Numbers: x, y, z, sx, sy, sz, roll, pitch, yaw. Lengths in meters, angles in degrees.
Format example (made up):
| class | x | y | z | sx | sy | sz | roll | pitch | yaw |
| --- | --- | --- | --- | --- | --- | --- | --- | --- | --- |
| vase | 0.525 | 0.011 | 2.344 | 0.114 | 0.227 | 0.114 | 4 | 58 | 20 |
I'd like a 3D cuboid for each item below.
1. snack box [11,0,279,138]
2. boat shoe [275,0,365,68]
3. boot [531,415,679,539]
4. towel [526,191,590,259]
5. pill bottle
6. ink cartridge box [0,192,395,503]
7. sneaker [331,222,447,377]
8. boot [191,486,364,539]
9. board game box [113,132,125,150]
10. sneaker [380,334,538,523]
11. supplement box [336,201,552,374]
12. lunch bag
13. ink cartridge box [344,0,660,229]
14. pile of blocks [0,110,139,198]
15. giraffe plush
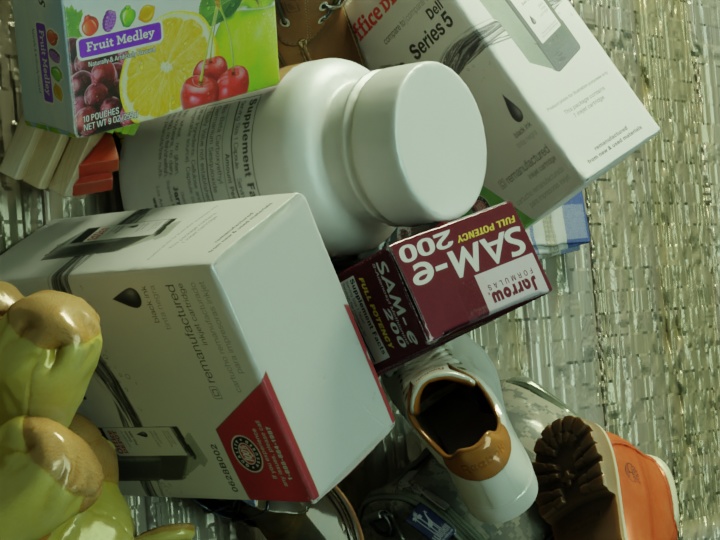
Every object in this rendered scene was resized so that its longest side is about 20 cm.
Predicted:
| class | x | y | z | sx | sy | sz | roll | pitch | yaw |
| --- | --- | --- | --- | --- | --- | --- | --- | --- | --- |
| snack box | -0.115 | -0.182 | 0.967 | 0.142 | 0.053 | 0.200 | -21 | 117 | -40 |
| boat shoe | -0.042 | -0.182 | 1.223 | 0.200 | 0.068 | 0.072 | 54 | 45 | -34 |
| boot | 0.178 | 0.201 | 1.223 | 0.107 | 0.075 | 0.200 | 23 | 54 | -41 |
| towel | 0.116 | -0.077 | 1.450 | 0.200 | 0.024 | 0.147 | -9 | 90 | -54 |
| pill bottle | -0.033 | -0.062 | 1.074 | 0.114 | 0.200 | 0.114 | 11 | 76 | -51 |
| ink cartridge box | -0.101 | 0.045 | 1.009 | 0.083 | 0.200 | 0.147 | -41 | 117 | -43 |
| sneaker | 0.000 | 0.000 | 1.250 | 0.098 | 0.071 | 0.200 | 56 | 44 | -32 |
| boot | -0.066 | 0.147 | 1.141 | 0.097 | 0.075 | 0.200 | -14 | 78 | -43 |
| board game box | -0.108 | -0.088 | 1.164 | 0.200 | 0.023 | 0.105 | 62 | 41 | -26 |
| sneaker | 0.057 | 0.075 | 1.232 | 0.073 | 0.200 | 0.085 | -32 | 129 | -2 |
| supplement box | 0.001 | 0.032 | 1.064 | 0.109 | 0.200 | 0.061 | -21 | 85 | -44 |
| lunch bag | 0.097 | 0.184 | 1.305 | 0.168 | 0.139 | 0.200 | 57 | 41 | -5 |
| ink cartridge box | 0.086 | -0.132 | 1.257 | 0.084 | 0.145 | 0.200 | -33 | 86 | -31 |
| pile of blocks | -0.125 | -0.121 | 1.051 | 0.200 | 0.062 | 0.082 | -61 | 169 | -16 |
| giraffe plush | -0.173 | 0.118 | 0.953 | 0.162 | 0.172 | 0.200 | 33 | 68 | -54 |
